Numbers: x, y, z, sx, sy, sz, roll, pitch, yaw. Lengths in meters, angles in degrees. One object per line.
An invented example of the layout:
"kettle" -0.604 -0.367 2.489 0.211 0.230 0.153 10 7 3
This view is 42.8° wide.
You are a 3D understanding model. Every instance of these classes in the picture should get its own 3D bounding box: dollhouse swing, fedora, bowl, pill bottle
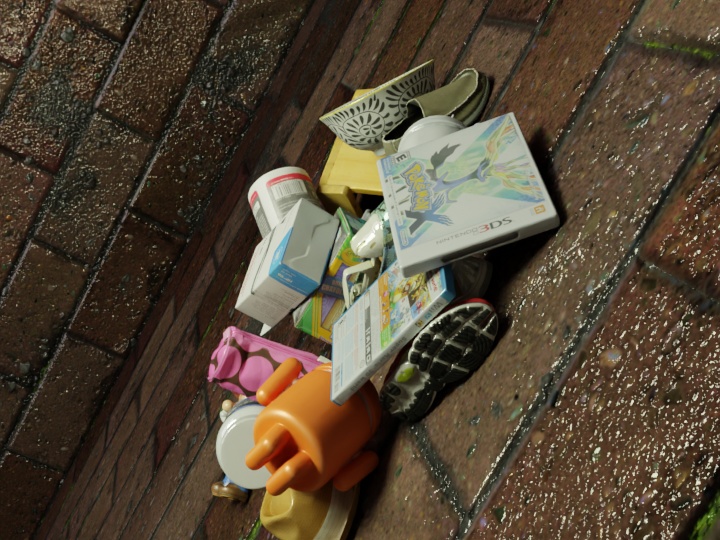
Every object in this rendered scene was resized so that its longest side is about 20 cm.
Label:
"dollhouse swing" 0.046 -0.180 1.558 0.182 0.173 0.203 58 -131 -62
"fedora" -0.074 0.295 1.172 0.201 0.081 0.202 -52 22 31
"bowl" 0.044 -0.238 1.420 0.198 0.095 0.201 -26 11 6
"pill bottle" -0.102 -0.055 1.482 0.111 0.109 0.203 -44 59 43
"pill bottle" -0.150 0.248 1.328 0.115 0.112 0.200 -64 4 -4

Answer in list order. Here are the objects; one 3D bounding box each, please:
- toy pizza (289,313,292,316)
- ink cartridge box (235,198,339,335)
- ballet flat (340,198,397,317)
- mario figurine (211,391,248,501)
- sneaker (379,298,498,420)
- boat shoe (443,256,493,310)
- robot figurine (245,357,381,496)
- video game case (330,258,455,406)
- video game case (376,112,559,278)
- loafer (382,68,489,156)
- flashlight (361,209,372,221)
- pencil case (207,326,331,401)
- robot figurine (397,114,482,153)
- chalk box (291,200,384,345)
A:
"toy pizza" -0.116 -0.022 1.619 0.031 0.202 0.203 -4 50 19
"ink cartridge box" -0.115 0.000 1.315 0.200 0.067 0.117 -41 27 51
"ballet flat" 0.014 -0.010 1.160 0.075 0.073 0.203 -100 18 -61
"mario figurine" -0.212 0.273 1.531 0.122 0.106 0.203 1 70 32
"sneaker" 0.082 0.086 1.049 0.200 0.076 0.086 -48 18 37
"boat shoe" 0.085 0.022 1.134 0.201 0.064 0.075 -28 39 61
"robot figurine" -0.051 0.185 1.113 0.199 0.142 0.119 -35 -47 -46
"video game case" 0.033 0.048 1.072 0.200 0.018 0.144 -46 23 26
"video game case" 0.117 -0.092 1.061 0.179 0.022 0.202 -19 42 8
"loafer" 0.107 -0.224 1.324 0.200 0.070 0.075 -48 35 -9
"flashlight" -0.007 0.009 1.414 0.068 0.067 0.202 -104 39 -71
"pencil case" -0.114 0.144 1.301 0.091 0.197 0.095 -81 11 -53
"robot figurine" 0.103 -0.126 1.207 0.168 0.113 0.202 -33 32 28
"chalk box" 0.000 0.000 1.308 0.202 0.123 0.125 -58 18 14
